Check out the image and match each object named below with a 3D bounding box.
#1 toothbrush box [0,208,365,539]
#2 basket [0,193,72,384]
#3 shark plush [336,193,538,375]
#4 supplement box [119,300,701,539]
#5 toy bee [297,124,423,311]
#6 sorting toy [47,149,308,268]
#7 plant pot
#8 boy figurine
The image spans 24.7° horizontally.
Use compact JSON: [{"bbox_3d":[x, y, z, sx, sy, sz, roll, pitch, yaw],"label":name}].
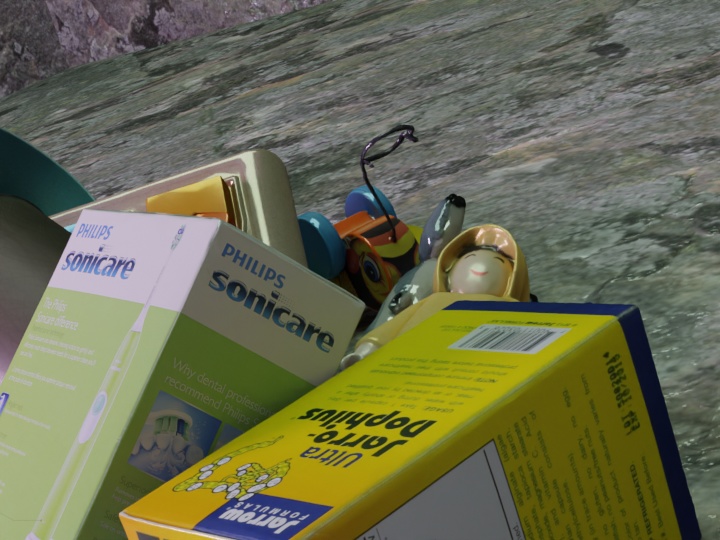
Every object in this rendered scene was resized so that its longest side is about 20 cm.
[{"bbox_3d":[-0.103,0.081,0.718,0.145,0.086,0.202,5,70,58],"label":"toothbrush box"},{"bbox_3d":[-0.160,0.064,0.901,0.199,0.182,0.136,17,-10,39],"label":"basket"},{"bbox_3d":[0.031,0.049,1.000,0.083,0.091,0.201,-30,21,53],"label":"shark plush"},{"bbox_3d":[0.025,0.101,0.651,0.199,0.110,0.109,-29,19,-37],"label":"supplement box"},{"bbox_3d":[0.000,0.000,1.108,0.130,0.109,0.200,-29,-8,-10],"label":"toy bee"},{"bbox_3d":[-0.129,0.023,1.032,0.198,0.187,0.037,-15,-28,4],"label":"sorting toy"},{"bbox_3d":[-0.335,-0.024,1.446,0.135,0.199,0.200,-53,6,17],"label":"plant pot"},{"bbox_3d":[0.056,0.041,0.896,0.123,0.065,0.200,-1,28,25],"label":"boy figurine"}]
